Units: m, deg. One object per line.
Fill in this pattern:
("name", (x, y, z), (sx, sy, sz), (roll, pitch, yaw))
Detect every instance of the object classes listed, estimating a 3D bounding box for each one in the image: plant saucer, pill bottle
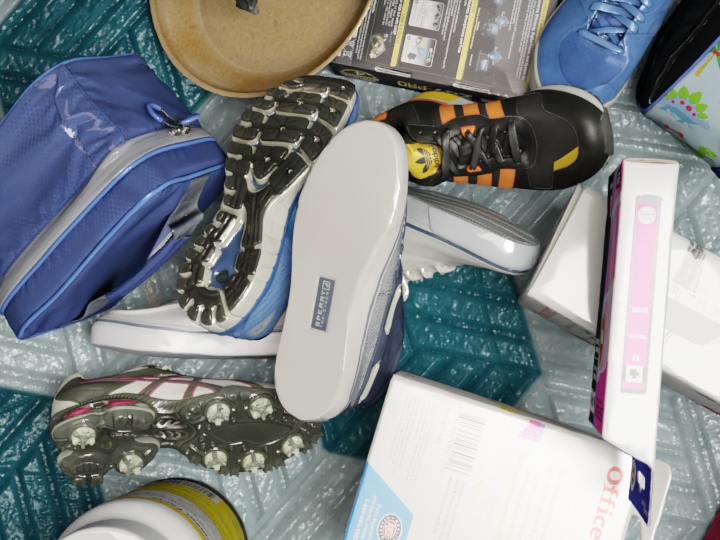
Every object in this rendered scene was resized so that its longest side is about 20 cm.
("plant saucer", (-0.066, -0.222, 0.866), (0.199, 0.035, 0.202), (-4, 81, 25))
("pill bottle", (-0.145, 0.206, 0.784), (0.113, 0.200, 0.115), (0, 86, 5))

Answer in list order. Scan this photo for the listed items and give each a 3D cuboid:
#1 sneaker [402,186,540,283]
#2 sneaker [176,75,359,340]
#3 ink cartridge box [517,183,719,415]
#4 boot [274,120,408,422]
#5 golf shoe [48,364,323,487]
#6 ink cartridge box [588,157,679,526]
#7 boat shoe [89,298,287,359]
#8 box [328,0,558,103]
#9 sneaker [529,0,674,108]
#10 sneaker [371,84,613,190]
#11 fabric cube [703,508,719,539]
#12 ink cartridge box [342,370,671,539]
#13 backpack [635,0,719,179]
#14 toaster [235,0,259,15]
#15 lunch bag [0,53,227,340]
("sneaker", (0.037, -0.021, 0.834), (0.199, 0.073, 0.071), (20, 105, 36))
("sneaker", (-0.054, -0.043, 0.811), (0.078, 0.089, 0.201), (21, 79, 30))
("ink cartridge box", (0.212, 0.031, 0.795), (0.199, 0.144, 0.084), (30, 89, 7))
("boot", (0.000, 0.000, 0.785), (0.072, 0.090, 0.202), (21, 102, 26))
("golf shoe", (-0.125, 0.099, 0.850), (0.198, 0.088, 0.078), (1, 122, -18))
("ink cartridge box", (0.157, 0.039, 0.680), (0.037, 0.095, 0.202), (3, 89, 7))
("boat shoe", (-0.099, 0.032, 0.863), (0.198, 0.074, 0.066), (1, 83, -6))
("box", (0.074, -0.233, 0.873), (0.160, 0.049, 0.202), (11, 87, 7))
("sneaker", (0.185, -0.199, 0.797), (0.076, 0.111, 0.200), (34, 66, 9))
("sneaker", (0.075, -0.081, 0.792), (0.090, 0.199, 0.071), (-26, 113, -35))
("fabric cube", (0.341, 0.204, 0.747), (0.195, 0.200, 0.201), (27, 91, 5))
("ink cartridge box", (0.100, 0.161, 0.805), (0.198, 0.125, 0.130), (18, 88, 5))
("backpack", (0.289, -0.154, 0.779), (0.147, 0.183, 0.200), (40, 111, 0))
("toaster", (-0.168, -0.275, 0.784), (0.179, 0.200, 0.120), (0, 65, 5))
("lunch bag", (-0.183, -0.050, 0.819), (0.200, 0.136, 0.133), (-42, 85, 26))
